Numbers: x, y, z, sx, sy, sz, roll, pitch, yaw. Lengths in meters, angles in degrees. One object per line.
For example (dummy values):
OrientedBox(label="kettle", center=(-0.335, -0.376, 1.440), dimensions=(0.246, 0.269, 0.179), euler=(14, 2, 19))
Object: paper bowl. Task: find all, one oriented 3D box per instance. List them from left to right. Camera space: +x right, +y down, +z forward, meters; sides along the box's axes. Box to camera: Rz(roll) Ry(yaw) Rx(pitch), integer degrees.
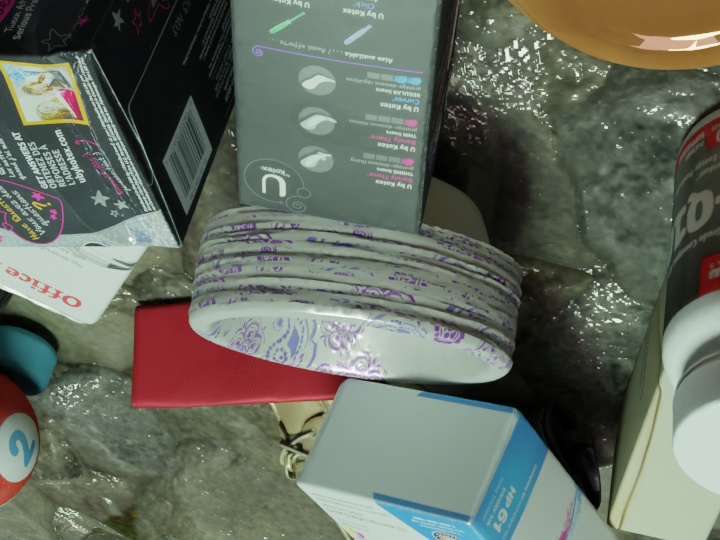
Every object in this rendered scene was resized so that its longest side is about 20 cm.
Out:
OrientedBox(label="paper bowl", center=(0.000, 0.000, 0.896), dimensions=(0.197, 0.106, 0.201), euler=(9, 168, 2))

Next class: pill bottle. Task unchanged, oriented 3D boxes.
OrientedBox(label="pill bottle", center=(0.221, 0.014, 0.798), dimensions=(0.112, 0.202, 0.115), euler=(8, 141, 7))

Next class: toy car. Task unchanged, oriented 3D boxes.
OrientedBox(label="toy car", center=(-0.308, 0.091, 1.045), dimensions=(0.175, 0.186, 0.200), euler=(21, 152, -8))

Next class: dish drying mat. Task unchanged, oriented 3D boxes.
OrientedBox(label="dish drying mat", center=(-0.074, 0.057, 1.050), dimensions=(0.197, 0.078, 0.018), euler=(-5, 168, 23))

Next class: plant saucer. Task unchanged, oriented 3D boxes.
OrientedBox(label="plant saucer", center=(0.152, -0.159, 0.715), dimensions=(0.197, 0.038, 0.201), euler=(7, 151, 4))

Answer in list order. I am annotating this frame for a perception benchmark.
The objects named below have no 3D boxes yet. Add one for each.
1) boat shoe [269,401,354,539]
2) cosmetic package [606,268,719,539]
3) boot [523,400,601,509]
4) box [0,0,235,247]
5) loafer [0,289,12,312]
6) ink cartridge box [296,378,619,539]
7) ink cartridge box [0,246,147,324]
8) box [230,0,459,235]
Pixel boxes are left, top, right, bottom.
OrientedBox(label="boat shoe", center=(-0.025, 0.129, 1.086), dimensions=(0.072, 0.065, 0.201), euler=(-15, 114, 50))
OrientedBox(label="cosmetic package", center=(0.216, 0.082, 0.961), dimensions=(0.072, 0.104, 0.201), euler=(10, 140, 6))
OrientedBox(label="boot", center=(0.125, 0.180, 1.133), dimensions=(0.130, 0.070, 0.201), euler=(-5, 139, 25))
OrientedBox(label="box", center=(-0.131, -0.126, 0.741), dimensions=(0.113, 0.202, 0.133), euler=(1, 140, 18))
OrientedBox(label="loafer", center=(-0.313, -0.038, 1.015), dimensions=(0.071, 0.064, 0.200), euler=(-21, 129, 36))
OrientedBox(label="ink cartridge box", center=(0.073, 0.167, 0.992), dimensions=(0.143, 0.085, 0.200), euler=(6, 150, 39))
OrientedBox(label="ink cartridge box", center=(-0.188, -0.070, 0.920), dimensions=(0.144, 0.084, 0.200), euler=(26, 140, -15))
OrientedBox(label="box", center=(-0.003, -0.134, 0.753), dimensions=(0.104, 0.123, 0.201), euler=(10, 140, 5))
